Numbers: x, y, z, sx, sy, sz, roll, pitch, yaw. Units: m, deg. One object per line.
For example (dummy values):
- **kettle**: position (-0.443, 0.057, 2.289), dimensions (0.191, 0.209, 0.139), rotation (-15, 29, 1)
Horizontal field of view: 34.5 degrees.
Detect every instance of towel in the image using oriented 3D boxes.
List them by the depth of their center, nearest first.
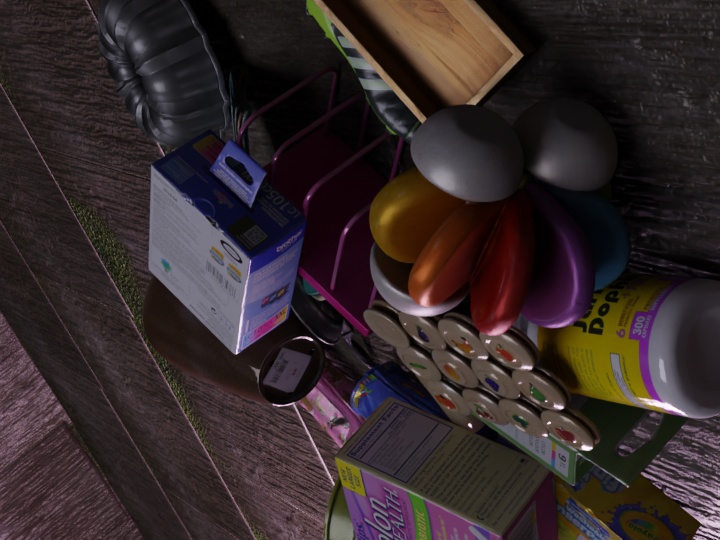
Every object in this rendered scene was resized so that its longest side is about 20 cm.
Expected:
- **towel**: position (-0.120, -0.101, 1.218), dimensions (0.147, 0.022, 0.201), rotation (-103, 10, -63)

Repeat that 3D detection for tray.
- **tray**: position (0.033, -0.208, 0.897), dimensions (0.200, 0.037, 0.099), rotation (49, 122, 5)

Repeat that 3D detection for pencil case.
- **pencil case**: position (0.078, 0.178, 1.331), dimensions (0.200, 0.078, 0.087), rotation (32, 143, 35)
- **pencil case**: position (-0.046, 0.158, 1.512), dimensions (0.200, 0.086, 0.083), rotation (46, 123, 10)

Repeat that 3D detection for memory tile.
- **memory tile**: position (0.097, 0.086, 0.973), dimensions (0.200, 0.017, 0.153), rotation (9, 143, 53)

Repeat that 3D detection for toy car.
- **toy car**: position (0.112, -0.023, 0.856), dimensions (0.150, 0.199, 0.175), rotation (62, 147, 36)

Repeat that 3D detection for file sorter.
- **file sorter**: position (-0.008, -0.073, 1.078), dimensions (0.200, 0.139, 0.126), rotation (43, 150, 18)

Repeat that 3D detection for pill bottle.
- **pill bottle**: position (0.204, 0.053, 0.926), dimensions (0.200, 0.104, 0.104), rotation (5, 129, 57)

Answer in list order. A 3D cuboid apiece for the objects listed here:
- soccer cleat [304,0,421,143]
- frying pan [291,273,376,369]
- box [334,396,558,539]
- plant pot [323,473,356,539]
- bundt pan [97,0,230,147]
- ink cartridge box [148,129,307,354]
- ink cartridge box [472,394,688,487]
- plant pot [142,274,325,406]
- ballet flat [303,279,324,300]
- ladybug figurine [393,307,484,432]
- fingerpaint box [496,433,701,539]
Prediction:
- **soccer cleat**: position (0.030, -0.179, 0.962), dimensions (0.200, 0.067, 0.081), rotation (52, 142, 1)
- **frying pan**: position (-0.033, 0.063, 1.368), dimensions (0.190, 0.031, 0.115), rotation (51, -163, -12)
- **box**: position (0.091, 0.251, 1.173), dimensions (0.200, 0.097, 0.176), rotation (21, 139, 33)
- **plant pot**: position (0.093, 0.302, 1.372), dimensions (0.192, 0.200, 0.201), rotation (16, 139, 32)
- **bundt pan**: position (-0.225, -0.223, 1.272), dimensions (0.202, 0.076, 0.202), rotation (49, 155, 32)
- **ink cartridge box**: position (-0.125, -0.032, 1.071), dimensions (0.136, 0.076, 0.200), rotation (42, 150, 17)
- **ink cartridge box**: position (0.188, 0.120, 1.044), dimensions (0.200, 0.104, 0.059), rotation (33, 150, 33)
- **plant pot**: position (-0.135, 0.075, 1.393), dimensions (0.200, 0.187, 0.187), rotation (35, 151, 46)
- **ballet flat**: position (0.000, 0.000, 1.245), dimensions (0.070, 0.069, 0.200), rotation (57, 160, -12)
- **ladybug figurine**: position (0.086, 0.086, 1.164), dimensions (0.136, 0.072, 0.200), rotation (52, 180, 39)
- **fingerpaint box**: position (0.227, 0.247, 1.179), dimensions (0.200, 0.073, 0.167), rotation (39, 152, 25)
